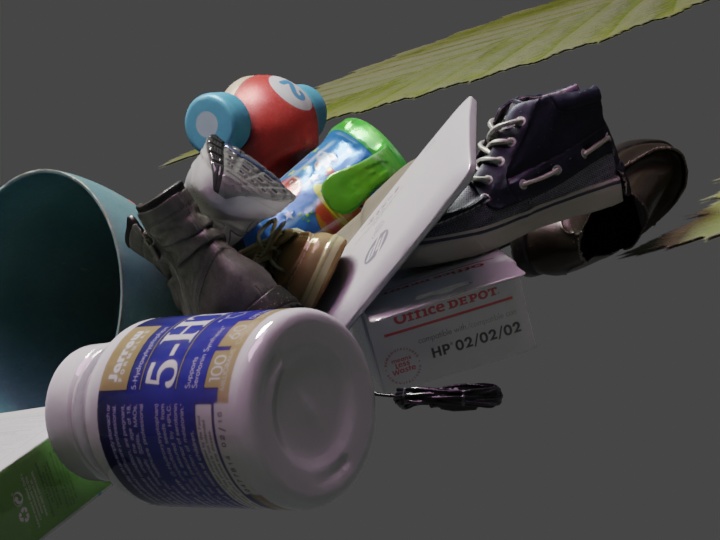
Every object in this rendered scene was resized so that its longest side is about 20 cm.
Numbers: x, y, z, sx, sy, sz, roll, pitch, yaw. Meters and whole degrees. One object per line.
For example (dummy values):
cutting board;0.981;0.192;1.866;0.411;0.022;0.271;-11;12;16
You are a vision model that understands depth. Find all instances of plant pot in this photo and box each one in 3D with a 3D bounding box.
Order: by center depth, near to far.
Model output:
plant pot;-0.200;0.032;1.372;0.199;0.202;0.134;-5;-9;40

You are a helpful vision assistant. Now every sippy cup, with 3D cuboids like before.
sippy cup;-0.026;-0.039;1.517;0.130;0.178;0.140;-33;47;-18

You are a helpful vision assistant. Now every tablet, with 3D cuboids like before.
tablet;0.017;-0.022;1.224;0.200;0.014;0.130;-52;14;24

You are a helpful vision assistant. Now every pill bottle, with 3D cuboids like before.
pill bottle;-0.100;0.087;1.113;0.199;0.120;0.119;-5;17;41

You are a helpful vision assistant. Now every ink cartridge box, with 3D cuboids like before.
ink cartridge box;-0.256;0.155;1.158;0.103;0.060;0.200;-9;15;31
ink cartridge box;0.052;0.029;1.273;0.114;0.068;0.200;-17;12;-5

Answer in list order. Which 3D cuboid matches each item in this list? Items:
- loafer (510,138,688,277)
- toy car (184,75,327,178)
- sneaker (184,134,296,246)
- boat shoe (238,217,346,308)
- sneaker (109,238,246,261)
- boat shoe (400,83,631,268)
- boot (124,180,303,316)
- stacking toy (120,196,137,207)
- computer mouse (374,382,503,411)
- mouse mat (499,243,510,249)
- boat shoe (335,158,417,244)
loafer;0.203;-0.043;1.406;0.071;0.073;0.200;11;34;44
toy car;-0.039;-0.098;1.729;0.199;0.178;0.184;5;10;27
sneaker;-0.099;-0.042;1.268;0.087;0.074;0.200;-52;1;-3
boat shoe;-0.068;0.008;1.294;0.074;0.062;0.200;-62;13;-23
sneaker;-0.144;-0.026;1.520;0.079;0.096;0.200;-6;-16;28
boat shoe;0.096;-0.071;1.282;0.199;0.093;0.075;-20;14;-23
boot;-0.111;0.018;1.238;0.068;0.131;0.200;-38;-10;-28
stacking toy;-0.219;-0.014;1.583;0.085;0.086;0.200;-19;-14;-9
computer mouse;0.001;0.092;1.180;0.199;0.034;0.059;-3;-2;30
mouse mat;0.099;-0.032;1.601;0.199;0.008;0.161;-26;16;-31
boat shoe;0.000;0.000;1.406;0.200;0.063;0.073;-45;13;23
